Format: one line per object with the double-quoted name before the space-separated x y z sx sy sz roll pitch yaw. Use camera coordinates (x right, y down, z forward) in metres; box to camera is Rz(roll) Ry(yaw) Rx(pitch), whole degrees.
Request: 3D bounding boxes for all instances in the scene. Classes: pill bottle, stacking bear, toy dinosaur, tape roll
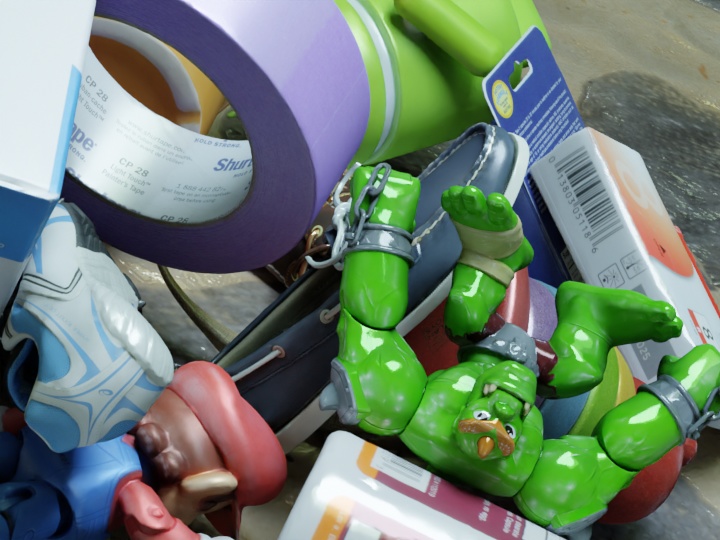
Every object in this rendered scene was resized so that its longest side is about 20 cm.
"pill bottle" 0.052 0.164 1.216 0.199 0.115 0.114 27 27 1
"stacking bear" 0.094 0.067 1.395 0.200 0.121 0.114 34 22 -41
"toy dinosaur" -0.040 0.059 1.413 0.199 0.058 0.101 30 11 -7
"tape roll" -0.098 -0.092 1.314 0.199 0.201 0.066 28 53 6

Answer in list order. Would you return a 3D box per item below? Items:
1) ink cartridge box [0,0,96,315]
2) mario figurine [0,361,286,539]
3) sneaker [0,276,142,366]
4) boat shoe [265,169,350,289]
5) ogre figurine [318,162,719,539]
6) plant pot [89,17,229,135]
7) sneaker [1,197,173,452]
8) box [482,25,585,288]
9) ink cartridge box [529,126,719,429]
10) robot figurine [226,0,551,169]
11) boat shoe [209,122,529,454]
"ink cartridge box" -0.193 -0.039 1.238 0.084 0.200 0.145 17 49 -14
"mario figurine" -0.123 0.111 1.234 0.199 0.106 0.124 -9 77 -33
"sneaker" -0.158 0.018 1.375 0.083 0.072 0.200 28 19 -48
"boat shoe" -0.003 -0.004 1.518 0.199 0.071 0.070 31 23 11
"ogre figurine" 0.068 0.046 1.248 0.200 0.120 0.098 35 -20 -24
"plant pot" -0.145 -0.131 1.490 0.199 0.201 0.184 19 32 -12
"sneaker" -0.133 0.023 1.212 0.072 0.072 0.200 56 -1 -20
"box" 0.116 -0.034 1.585 0.201 0.032 0.121 66 27 -13
"ink cartridge box" 0.190 0.014 1.564 0.200 0.050 0.163 15 45 -56
"robot figurine" 0.017 -0.128 1.637 0.199 0.175 0.116 -18 82 -34
"boat shoe" 0.000 0.000 1.319 0.062 0.200 0.075 39 13 -17
